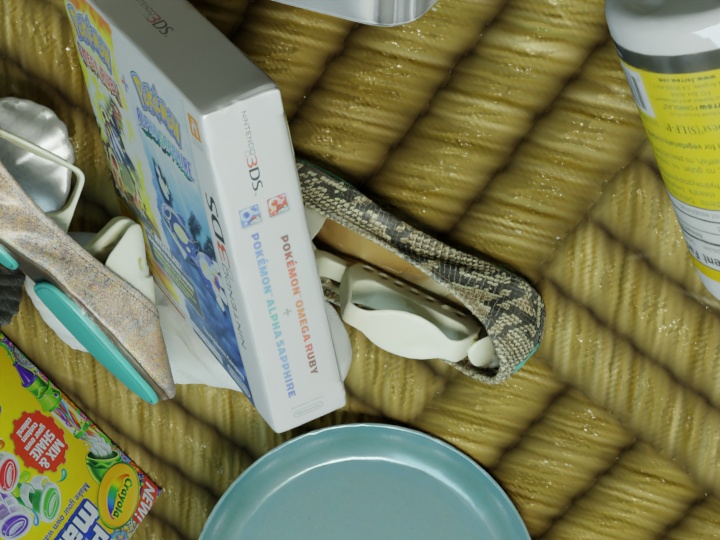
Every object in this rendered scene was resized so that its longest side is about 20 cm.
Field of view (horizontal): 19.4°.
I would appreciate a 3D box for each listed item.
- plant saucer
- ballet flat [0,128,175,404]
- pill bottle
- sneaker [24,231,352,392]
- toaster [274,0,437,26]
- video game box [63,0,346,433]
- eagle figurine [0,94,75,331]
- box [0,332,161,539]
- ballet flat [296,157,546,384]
[{"bbox_3d":[0.002,0.187,1.186,0.200,0.201,0.027,29,170,5],"label":"plant saucer"},{"bbox_3d":[-0.154,-0.015,1.095,0.200,0.067,0.068,44,167,-18],"label":"ballet flat"},{"bbox_3d":[0.189,-0.050,0.932,0.111,0.111,0.201,-6,122,31],"label":"pill bottle"},{"bbox_3d":[-0.091,0.039,1.188,0.199,0.075,0.089,17,144,23],"label":"sneaker"},{"bbox_3d":[-0.012,-0.207,0.872,0.199,0.181,0.119,16,134,18],"label":"toaster"},{"bbox_3d":[-0.080,-0.044,1.047,0.200,0.047,0.183,45,150,52],"label":"video game box"},{"bbox_3d":[-0.253,-0.007,1.138,0.151,0.200,0.151,18,131,15],"label":"eagle figurine"},{"bbox_3d":[-0.261,0.152,1.267,0.193,0.200,0.122,46,131,-12],"label":"box"},{"bbox_3d":[0.000,0.000,1.095,0.199,0.075,0.068,27,130,7],"label":"ballet flat"}]
